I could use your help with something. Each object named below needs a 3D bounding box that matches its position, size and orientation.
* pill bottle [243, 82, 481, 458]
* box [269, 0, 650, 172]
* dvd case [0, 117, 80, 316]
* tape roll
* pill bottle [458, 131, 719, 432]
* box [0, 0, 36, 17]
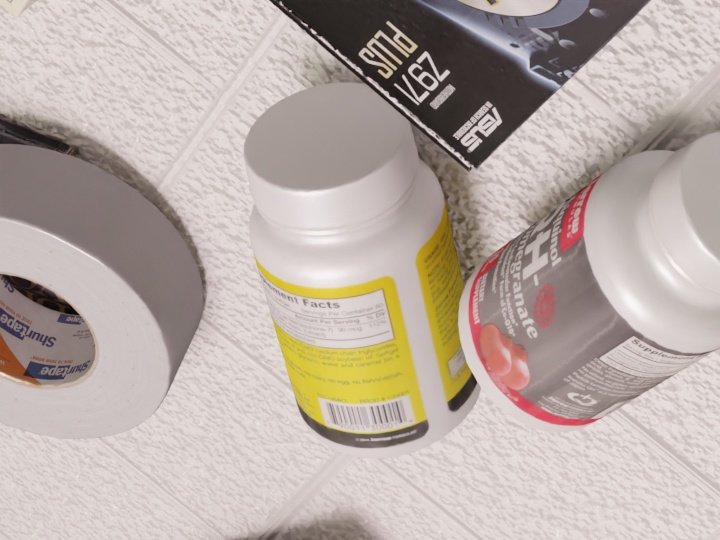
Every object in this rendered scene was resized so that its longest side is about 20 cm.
[{"bbox_3d":[0.000,0.000,1.567,0.114,0.114,0.201,13,137,28],"label":"pill bottle"},{"bbox_3d":[0.058,-0.169,1.363,0.164,0.086,0.200,40,143,-6],"label":"box"},{"bbox_3d":[-0.246,-0.032,1.811,0.148,0.016,0.201,22,142,19],"label":"dvd case"},{"bbox_3d":[-0.204,0.016,1.747,0.199,0.066,0.201,12,137,11],"label":"tape roll"},{"bbox_3d":[0.146,0.004,1.458,0.111,0.111,0.200,42,143,-8],"label":"pill bottle"},{"bbox_3d":[-0.210,-0.257,1.463,0.200,0.109,0.128,40,143,-5],"label":"box"}]
